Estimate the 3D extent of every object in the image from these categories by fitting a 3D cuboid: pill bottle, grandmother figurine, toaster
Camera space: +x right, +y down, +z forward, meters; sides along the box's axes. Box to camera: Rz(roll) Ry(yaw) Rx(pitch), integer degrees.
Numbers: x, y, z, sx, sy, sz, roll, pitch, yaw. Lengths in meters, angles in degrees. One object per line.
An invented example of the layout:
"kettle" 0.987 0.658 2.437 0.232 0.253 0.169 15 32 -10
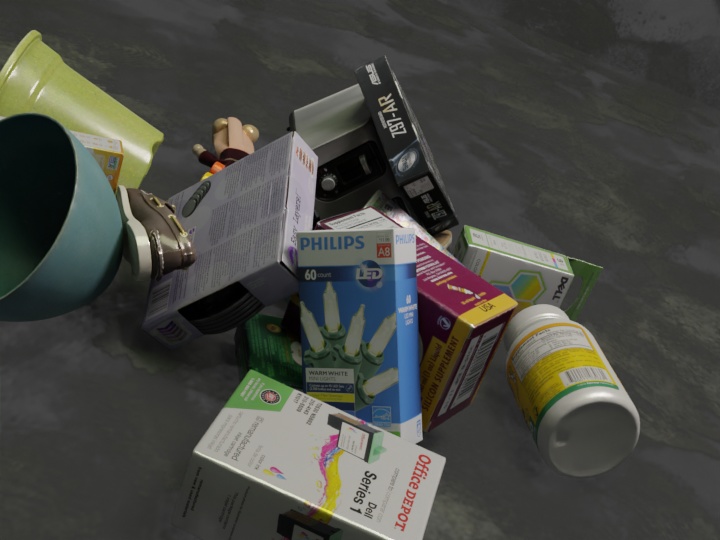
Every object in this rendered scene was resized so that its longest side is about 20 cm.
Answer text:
"pill bottle" 0.224 0.125 1.204 0.112 0.114 0.201 12 28 -17
"grandmother figurine" -0.175 -0.155 1.512 0.120 0.061 0.200 3 27 -14
"toaster" -0.010 -0.122 1.392 0.118 0.182 0.201 -23 27 6

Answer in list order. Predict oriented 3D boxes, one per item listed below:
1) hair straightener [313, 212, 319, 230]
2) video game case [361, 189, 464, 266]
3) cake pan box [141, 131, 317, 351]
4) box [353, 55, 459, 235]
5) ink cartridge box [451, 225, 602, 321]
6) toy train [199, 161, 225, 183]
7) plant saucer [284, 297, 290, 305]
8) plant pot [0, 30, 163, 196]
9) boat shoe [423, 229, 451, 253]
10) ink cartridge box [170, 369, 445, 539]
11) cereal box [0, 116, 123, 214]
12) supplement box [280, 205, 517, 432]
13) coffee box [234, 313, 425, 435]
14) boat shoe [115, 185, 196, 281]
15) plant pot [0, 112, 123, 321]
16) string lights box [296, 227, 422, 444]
"hair straightener" -0.074 -0.056 1.389 0.041 0.077 0.201 -26 44 2
"video game case" 0.057 0.019 1.246 0.200 0.018 0.143 42 55 -4
"cake pan box" -0.132 -0.030 1.116 0.052 0.183 0.201 43 33 -35
"box" 0.060 -0.148 1.335 0.200 0.043 0.162 46 22 -69
"ink cartridge box" 0.208 0.024 1.392 0.198 0.105 0.059 16 27 -11
"toy train" -0.118 -0.046 1.274 0.149 0.056 0.201 3 42 -30
"plant saucer" 0.000 0.000 1.295 0.198 0.019 0.070 -14 30 -16
"plant pot" -0.334 -0.140 1.244 0.183 0.201 0.201 28 24 -13
"boat shoe" 0.070 0.005 1.375 0.071 0.065 0.200 -2 23 21
"ink cartridge box" -0.038 0.187 0.925 0.198 0.085 0.145 23 26 4
"cereal box" -0.363 -0.086 1.144 0.198 0.145 0.040 9 29 -22
"supplement box" 0.037 0.044 1.099 0.199 0.132 0.103 33 29 25
"coffee box" -0.029 0.109 1.129 0.198 0.044 0.123 11 28 -18
"boat shoe" -0.216 -0.042 1.117 0.059 0.073 0.200 -7 20 -18
"plant pot" -0.312 -0.033 1.064 0.200 0.201 0.135 41 1 36
"string lights box" 0.000 0.062 1.017 0.102 0.203 0.059 -1 3 24
